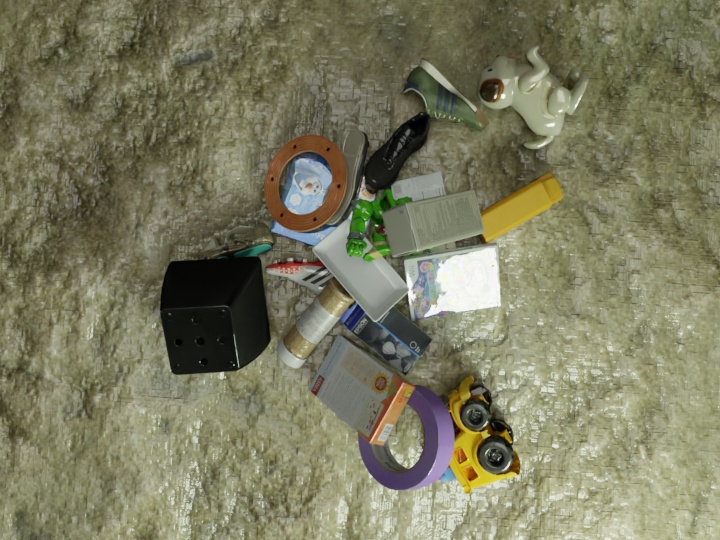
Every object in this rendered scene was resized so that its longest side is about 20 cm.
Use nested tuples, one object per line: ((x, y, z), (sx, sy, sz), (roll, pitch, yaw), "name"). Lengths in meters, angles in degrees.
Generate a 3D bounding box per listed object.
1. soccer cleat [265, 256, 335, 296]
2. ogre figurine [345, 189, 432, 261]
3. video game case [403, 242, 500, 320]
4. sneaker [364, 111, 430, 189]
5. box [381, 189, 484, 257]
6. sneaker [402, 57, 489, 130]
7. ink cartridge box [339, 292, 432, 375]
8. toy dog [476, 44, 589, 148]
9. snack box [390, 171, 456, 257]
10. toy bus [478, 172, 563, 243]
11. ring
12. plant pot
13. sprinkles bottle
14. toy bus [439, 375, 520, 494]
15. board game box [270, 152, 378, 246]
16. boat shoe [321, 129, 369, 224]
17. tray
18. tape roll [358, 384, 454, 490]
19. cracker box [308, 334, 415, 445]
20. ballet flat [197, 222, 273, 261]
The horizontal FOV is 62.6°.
((-0.106, 0.016, 1.259), (0.195, 0.069, 0.087), (1, 94, -3), "soccer cleat")
((0.058, -0.091, 1.202), (0.195, 0.098, 0.123), (-11, 74, -5), "ogre figurine")
((0.195, 0.025, 1.246), (0.195, 0.018, 0.146), (-9, 115, 2), "video game case")
((0.077, -0.255, 1.224), (0.075, 0.091, 0.201), (36, 71, 2), "sneaker")
((0.145, -0.095, 1.163), (0.197, 0.077, 0.097), (-14, 90, -37), "box")
((0.174, -0.350, 1.263), (0.200, 0.067, 0.090), (44, 98, 2), "sneaker")
((0.048, 0.121, 1.250), (0.199, 0.039, 0.100), (38, 91, -9), "ink cartridge box")
((0.341, -0.373, 1.234), (0.196, 0.141, 0.197), (20, 126, 0), "toy dog")
((0.137, -0.099, 1.269), (0.113, 0.037, 0.205), (-11, 89, 3), "snack box")
((0.330, -0.133, 1.244), (0.197, 0.078, 0.066), (-30, 89, 1), "toy bus")
((-0.113, -0.180, 1.223), (0.196, 0.019, 0.206), (-4, 80, 24), "ring")
((-0.299, 0.101, 1.179), (0.195, 0.178, 0.204), (-3, 109, 2), "plant pot")
((-0.094, 0.110, 1.231), (0.068, 0.068, 0.201), (40, 107, 2), "sprinkles bottle")
((0.210, 0.350, 1.226), (0.190, 0.135, 0.203), (-31, 86, 17), "toy bus")
((-0.070, -0.147, 1.272), (0.196, 0.043, 0.203), (18, 90, 2), "board game box")
((-0.024, -0.188, 1.225), (0.066, 0.057, 0.204), (19, 91, 25), "boat shoe")
((0.000, 0.000, 1.219), (0.107, 0.022, 0.201), (-39, 83, -18), "tray")
((0.089, 0.334, 1.196), (0.197, 0.065, 0.205), (-10, 75, 37), "tape roll")
((-0.001, 0.240, 1.206), (0.199, 0.057, 0.136), (31, 91, 39), "cracker box")
((-0.281, -0.047, 1.269), (0.196, 0.068, 0.077), (-24, 69, 5), "ballet flat")
